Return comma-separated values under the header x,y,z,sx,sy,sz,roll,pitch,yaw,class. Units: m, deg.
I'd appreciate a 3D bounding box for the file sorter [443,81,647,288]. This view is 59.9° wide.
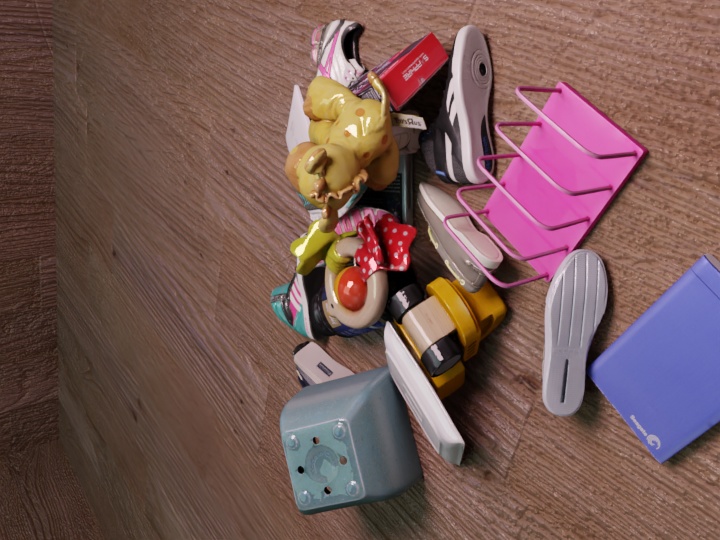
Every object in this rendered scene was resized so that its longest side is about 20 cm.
x,y,z,sx,sy,sz,roll,pitch,yaw,class
0.207,-0.099,0.751,0.140,0.123,0.203,51,132,29,file sorter

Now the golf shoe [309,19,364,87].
x,y,z,sx,sy,sz,roll,pitch,yaw,class
-0.037,-0.310,1.031,0.090,0.072,0.208,2,93,35,golf shoe

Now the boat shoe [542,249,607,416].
x,y,z,sx,sy,sz,roll,pitch,yaw,class
0.254,0.075,0.777,0.062,0.069,0.207,-62,-18,-84,boat shoe

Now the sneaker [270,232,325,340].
x,y,z,sx,sy,sz,roll,pitch,yaw,class
-0.123,0.027,1.215,0.118,0.082,0.208,6,104,39,sneaker

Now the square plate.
x,y,z,sx,sy,sz,roll,pitch,yaw,class
0.090,0.196,0.944,0.203,0.028,0.199,58,172,24,square plate

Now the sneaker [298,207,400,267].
x,y,z,sx,sy,sz,roll,pitch,yaw,class
-0.009,-0.051,1.038,0.195,0.086,0.076,-19,79,32,sneaker

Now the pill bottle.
x,y,z,sx,sy,sz,roll,pitch,yaw,class
-0.003,0.049,1.047,0.198,0.110,0.116,-25,79,49,pill bottle

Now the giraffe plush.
x,y,z,sx,sy,sz,roll,pitch,yaw,class
-0.029,-0.144,0.825,0.197,0.163,0.174,5,138,50,giraffe plush

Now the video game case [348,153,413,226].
x,y,z,sx,sy,sz,roll,pitch,yaw,class
0.014,-0.154,1.053,0.197,0.023,0.189,10,105,48,video game case

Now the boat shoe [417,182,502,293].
x,y,z,sx,sy,sz,roll,pitch,yaw,class
0.125,-0.052,0.875,0.061,0.070,0.204,-63,36,29,boat shoe

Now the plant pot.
x,y,z,sx,sy,sz,roll,pitch,yaw,class
-0.030,0.285,1.006,0.190,0.199,0.203,-16,85,17,plant pot

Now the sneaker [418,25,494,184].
x,y,z,sx,sy,sz,roll,pitch,yaw,class
0.122,-0.222,0.867,0.110,0.071,0.208,5,102,50,sneaker

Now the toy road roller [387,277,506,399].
x,y,z,sx,sy,sz,roll,pitch,yaw,class
0.132,0.083,0.909,0.124,0.143,0.201,56,172,25,toy road roller

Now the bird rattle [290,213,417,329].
x,y,z,sx,sy,sz,roll,pitch,yaw,class
0.000,0.000,0.910,0.196,0.111,0.169,6,102,41,bird rattle

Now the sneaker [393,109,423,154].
x,y,z,sx,sy,sz,roll,pitch,yaw,class
0.008,-0.194,0.974,0.198,0.079,0.078,-20,85,51,sneaker

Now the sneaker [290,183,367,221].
x,y,z,sx,sy,sz,roll,pitch,yaw,class
-0.060,-0.135,1.021,0.092,0.078,0.198,47,157,-18,sneaker

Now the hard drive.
x,y,z,sx,sy,sz,roll,pitch,yaw,class
0.357,0.102,0.689,0.133,0.025,0.202,54,134,27,hard drive

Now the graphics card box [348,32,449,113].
x,y,z,sx,sy,sz,roll,pitch,yaw,class
0.026,-0.262,0.913,0.051,0.126,0.198,50,156,-17,graphics card box

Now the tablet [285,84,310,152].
x,y,z,sx,sy,sz,roll,pitch,yaw,class
-0.108,-0.227,1.128,0.200,0.013,0.134,128,125,-72,tablet

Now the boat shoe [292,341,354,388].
x,y,z,sx,sy,sz,roll,pitch,yaw,class
-0.051,0.226,1.189,0.199,0.074,0.094,43,151,29,boat shoe
